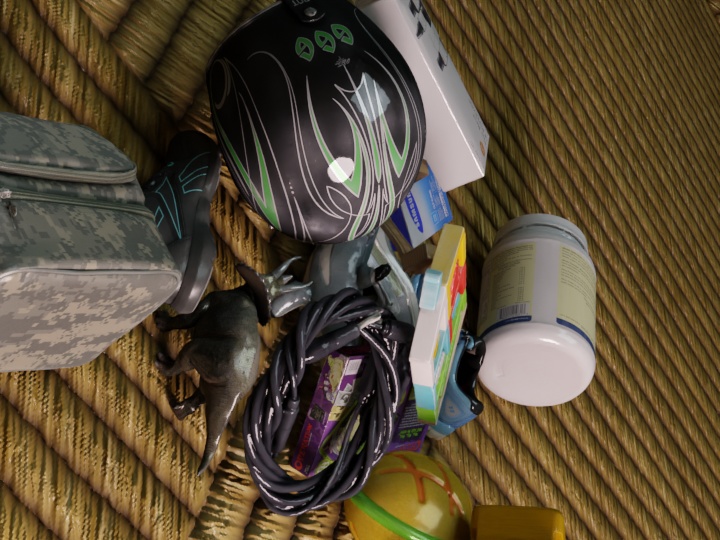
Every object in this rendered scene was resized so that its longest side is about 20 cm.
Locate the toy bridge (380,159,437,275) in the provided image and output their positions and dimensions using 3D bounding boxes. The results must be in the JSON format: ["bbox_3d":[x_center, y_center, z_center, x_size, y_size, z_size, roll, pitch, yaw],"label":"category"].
[{"bbox_3d":[0.035,-0.091,1.179,0.027,0.067,0.203,11,61,-44],"label":"toy bridge"}]

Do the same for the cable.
[{"bbox_3d":[-0.029,0.118,1.028,0.163,0.051,0.202,30,90,-50],"label":"cable"}]

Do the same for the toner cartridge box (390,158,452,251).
[{"bbox_3d":[0.034,-0.131,1.271,0.095,0.043,0.203,-35,112,-51],"label":"toner cartridge box"}]

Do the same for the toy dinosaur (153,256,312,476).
[{"bbox_3d":[-0.116,0.065,0.989,0.077,0.101,0.202,46,38,-32],"label":"toy dinosaur"}]

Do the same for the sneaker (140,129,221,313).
[{"bbox_3d":[-0.162,-0.056,1.012,0.078,0.076,0.202,17,39,-20],"label":"sneaker"}]

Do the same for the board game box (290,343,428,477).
[{"bbox_3d":[0.016,0.129,1.164,0.199,0.032,0.122,3,105,-57],"label":"board game box"}]

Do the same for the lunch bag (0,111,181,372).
[{"bbox_3d":[-0.243,-0.034,0.827,0.199,0.139,0.169,2,55,-57],"label":"lunch bag"}]

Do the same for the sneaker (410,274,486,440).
[{"bbox_3d":[0.102,0.081,1.327,0.078,0.089,0.203,26,51,-48],"label":"sneaker"}]

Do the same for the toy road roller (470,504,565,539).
[{"bbox_3d":[0.140,0.299,1.069,0.201,0.121,0.148,74,22,-50],"label":"toy road roller"}]

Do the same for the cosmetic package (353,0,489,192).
[{"bbox_3d":[0.061,-0.183,1.156,0.201,0.050,0.083,59,27,-26],"label":"cosmetic package"}]

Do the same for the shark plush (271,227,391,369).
[{"bbox_3d":[0.000,0.000,1.155,0.202,0.083,0.091,-59,138,-9],"label":"shark plush"}]

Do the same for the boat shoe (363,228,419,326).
[{"bbox_3d":[0.005,0.001,1.242,0.064,0.074,0.204,-29,113,-18],"label":"boat shoe"}]

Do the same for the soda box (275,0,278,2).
[{"bbox_3d":[-0.074,-0.194,1.219,0.063,0.070,0.202,28,49,-24],"label":"soda box"}]

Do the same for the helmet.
[{"bbox_3d":[-0.033,-0.123,1.056,0.199,0.199,0.193,-12,72,-58],"label":"helmet"}]

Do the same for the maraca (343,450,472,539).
[{"bbox_3d":[0.055,0.230,1.150,0.136,0.108,0.199,34,6,26],"label":"maraca"}]

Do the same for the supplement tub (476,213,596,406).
[{"bbox_3d":[0.216,0.046,1.471,0.145,0.144,0.202,45,39,-34],"label":"supplement tub"}]

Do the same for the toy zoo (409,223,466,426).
[{"bbox_3d":[0.072,0.047,1.098,0.201,0.020,0.133,79,25,-63],"label":"toy zoo"}]
